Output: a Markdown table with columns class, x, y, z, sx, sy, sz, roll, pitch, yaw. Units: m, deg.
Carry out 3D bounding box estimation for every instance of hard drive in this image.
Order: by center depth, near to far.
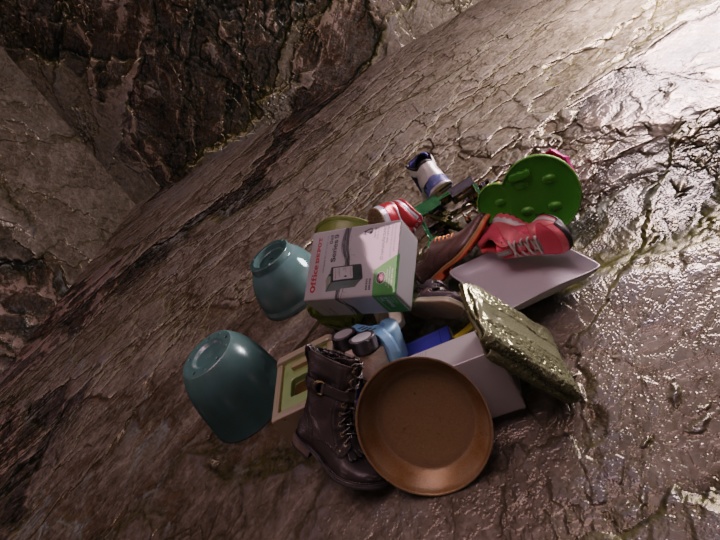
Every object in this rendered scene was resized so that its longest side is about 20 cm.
| class | x | y | z | sx | sy | sz | roll | pitch | yaw |
| --- | --- | --- | --- | --- | --- | --- | --- | --- | --- |
| hard drive | 0.081 | 0.186 | 0.944 | 0.196 | 0.026 | 0.133 | -27 | 31 | 16 |

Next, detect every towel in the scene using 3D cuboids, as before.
| class | x | y | z | sx | sy | sz | roll | pitch | yaw |
| --- | --- | --- | --- | --- | --- | --- | --- | --- | --- |
| towel | 0.225 | 0.100 | 0.754 | 0.037 | 0.198 | 0.150 | -47 | 25 | 24 |

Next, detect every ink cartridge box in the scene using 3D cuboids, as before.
| class | x | y | z | sx | sy | sz | roll | pitch | yaw |
| --- | --- | --- | --- | --- | --- | --- | --- | --- | --- |
| ink cartridge box | 0.000 | 0.000 | 1.003 | 0.195 | 0.084 | 0.150 | -7 | 64 | 29 |

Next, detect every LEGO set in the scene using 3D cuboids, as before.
| class | x | y | z | sx | sy | sz | roll | pitch | yaw |
| --- | --- | --- | --- | --- | --- | --- | --- | --- | --- |
| LEGO set | 0.214 | -0.102 | 1.167 | 0.198 | 0.116 | 0.155 | -37 | 59 | 3 |

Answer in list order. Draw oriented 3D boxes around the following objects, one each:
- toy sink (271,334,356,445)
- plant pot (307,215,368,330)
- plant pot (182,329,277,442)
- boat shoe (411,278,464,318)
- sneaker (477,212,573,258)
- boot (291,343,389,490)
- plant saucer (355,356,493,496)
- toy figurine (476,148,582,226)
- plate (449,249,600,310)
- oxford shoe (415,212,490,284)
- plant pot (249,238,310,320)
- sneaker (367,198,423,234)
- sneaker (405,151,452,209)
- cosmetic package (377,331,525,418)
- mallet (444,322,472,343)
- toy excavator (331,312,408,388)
| class | x | y | z | sx | sy | sz | roll | pitch | yaw |
| --- | --- | --- | --- | --- | --- | --- | --- | --- | --- |
| toy sink | -0.081 | 0.209 | 0.991 | 0.128 | 0.113 | 0.202 | -26 | 31 | 15 |
| plant pot | -0.034 | 0.020 | 1.165 | 0.196 | 0.200 | 0.194 | -9 | 51 | 37 |
| plant pot | -0.276 | 0.227 | 1.119 | 0.197 | 0.162 | 0.203 | -26 | 31 | 17 |
| boat shoe | 0.136 | 0.048 | 0.977 | 0.066 | 0.071 | 0.200 | -66 | 10 | -13 |
| sneaker | 0.288 | -0.047 | 0.948 | 0.086 | 0.075 | 0.199 | -40 | 22 | -17 |
| boot | -0.024 | 0.221 | 0.822 | 0.196 | 0.179 | 0.069 | 20 | 12 | 25 |
| plant saucer | 0.090 | 0.217 | 0.756 | 0.196 | 0.204 | 0.035 | -24 | 2 | 18 |
| toy figurine | 0.351 | -0.171 | 1.065 | 0.196 | 0.154 | 0.184 | -10 | 19 | 34 |
| plate | 0.283 | 0.008 | 0.942 | 0.195 | 0.033 | 0.200 | -25 | 25 | -7 |
| oxford shoe | 0.175 | -0.047 | 1.050 | 0.201 | 0.073 | 0.071 | -50 | -13 | 23 |
| plant pot | -0.205 | 0.007 | 1.381 | 0.197 | 0.135 | 0.202 | -26 | 31 | 17 |
| sneaker | 0.090 | -0.051 | 1.129 | 0.111 | 0.205 | 0.070 | -28 | 18 | -37 |
| sneaker | 0.164 | -0.213 | 1.246 | 0.079 | 0.117 | 0.199 | -30 | -14 | 3 |
| cosmetic package | 0.136 | 0.177 | 0.807 | 0.196 | 0.109 | 0.085 | -23 | 15 | 17 |
| mallet | 0.161 | 0.113 | 0.914 | 0.197 | 0.042 | 0.066 | -31 | 28 | -18 |
| toy excavator | 0.041 | 0.124 | 0.973 | 0.197 | 0.102 | 0.193 | -27 | 14 | -29 |
